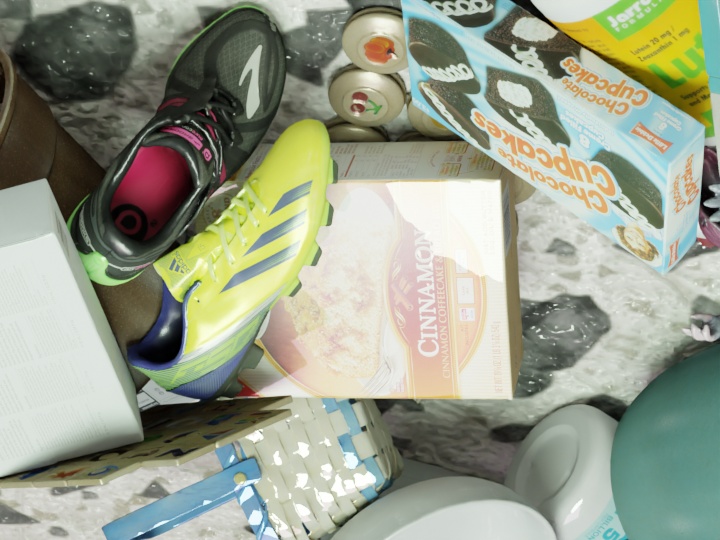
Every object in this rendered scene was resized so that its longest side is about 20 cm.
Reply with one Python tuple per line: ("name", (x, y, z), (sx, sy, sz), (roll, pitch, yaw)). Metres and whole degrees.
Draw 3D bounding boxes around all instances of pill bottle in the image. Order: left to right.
("pill bottle", (0.210, 0.189, 1.754), (0.200, 0.111, 0.111), (32, 134, -27))
("pill bottle", (0.163, -0.168, 1.345), (0.111, 0.111, 0.200), (-30, 127, 35))

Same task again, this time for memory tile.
("memory tile", (0.048, -0.086, 1.532), (0.153, 0.017, 0.200), (11, 139, -5))

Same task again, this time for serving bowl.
("serving bowl", (0.039, 0.216, 1.660), (0.200, 0.066, 0.200), (-18, 134, -19))

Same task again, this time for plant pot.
("plant pot", (-0.226, -0.009, 1.521), (0.200, 0.201, 0.198), (-25, 130, 32))
("plant pot", (0.271, 0.139, 1.629), (0.161, 0.201, 0.201), (-13, 137, 41))

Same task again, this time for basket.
("basket", (-0.077, 0.145, 1.673), (0.200, 0.139, 0.176), (-29, 176, 3))

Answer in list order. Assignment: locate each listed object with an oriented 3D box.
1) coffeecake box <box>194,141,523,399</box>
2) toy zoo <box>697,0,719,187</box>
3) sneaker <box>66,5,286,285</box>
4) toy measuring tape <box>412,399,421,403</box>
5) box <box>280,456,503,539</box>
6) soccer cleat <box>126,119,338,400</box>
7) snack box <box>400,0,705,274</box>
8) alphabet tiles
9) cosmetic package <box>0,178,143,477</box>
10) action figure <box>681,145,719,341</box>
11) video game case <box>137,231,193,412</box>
("coffeecake box", (0.000, 0.000, 1.528), (0.200, 0.073, 0.154), (0, 113, 11))
("toy zoo", (0.252, -0.122, 1.327), (0.131, 0.020, 0.200), (-18, 108, -26))
("sneaker", (-0.101, -0.075, 1.437), (0.077, 0.200, 0.084), (36, 162, -15))
("toy measuring tape", (-0.001, 0.040, 1.640), (0.073, 0.074, 0.200), (-23, 130, 30))
("box", (0.036, 0.256, 1.841), (0.199, 0.131, 0.200), (16, 139, -10))
("soccer cleat", (-0.080, -0.007, 1.453), (0.084, 0.065, 0.200), (19, 113, -21))
("snack box", (0.111, -0.091, 1.379), (0.200, 0.037, 0.116), (36, 158, 24))
("alphabet tiles", (-0.145, 0.109, 1.494), (0.200, 0.166, 0.006), (-7, 101, 44))
("cosmetic package", (-0.229, 0.045, 1.410), (0.150, 0.052, 0.200), (-16, 138, 0))
("action figure", (0.240, -0.044, 1.467), (0.149, 0.200, 0.134), (-29, 93, -1))
("video game case", (-0.171, 0.037, 1.703), (0.200, 0.023, 0.182), (-24, 131, 33))
